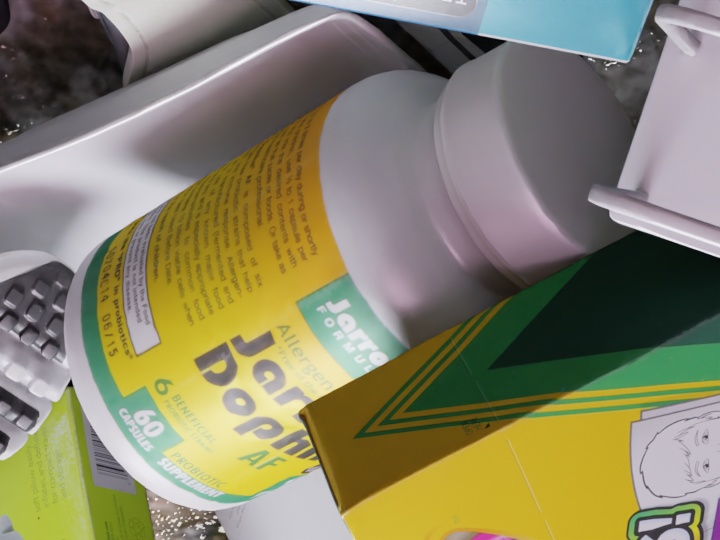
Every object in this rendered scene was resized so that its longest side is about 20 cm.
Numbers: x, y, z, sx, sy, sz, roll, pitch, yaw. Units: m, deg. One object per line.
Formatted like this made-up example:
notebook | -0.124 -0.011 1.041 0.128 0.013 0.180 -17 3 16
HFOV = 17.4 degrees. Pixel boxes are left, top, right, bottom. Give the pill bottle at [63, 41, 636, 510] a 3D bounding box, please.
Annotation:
pill bottle | 0.000 0.000 0.813 0.199 0.113 0.113 -28 128 35

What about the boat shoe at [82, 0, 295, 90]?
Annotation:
boat shoe | -0.067 -0.108 0.837 0.072 0.062 0.200 -20 153 8

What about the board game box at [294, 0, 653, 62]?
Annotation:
board game box | 0.009 -0.154 0.685 0.150 0.201 0.047 10 135 -6

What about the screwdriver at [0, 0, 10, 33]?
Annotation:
screwdriver | -0.162 -0.157 0.815 0.029 0.028 0.201 -29 137 -8

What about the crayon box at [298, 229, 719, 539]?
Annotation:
crayon box | 0.095 0.088 0.771 0.172 0.058 0.201 -28 128 -2

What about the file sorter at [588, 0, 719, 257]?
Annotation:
file sorter | 0.155 -0.088 0.612 0.138 0.124 0.201 19 94 12

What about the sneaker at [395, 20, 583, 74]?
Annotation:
sneaker | 0.018 -0.134 0.796 0.079 0.079 0.199 -28 139 35

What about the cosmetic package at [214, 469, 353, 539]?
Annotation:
cosmetic package | 0.016 0.103 0.914 0.081 0.200 0.113 2 125 -29

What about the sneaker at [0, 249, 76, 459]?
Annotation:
sneaker | -0.186 0.057 0.908 0.200 0.081 0.075 -41 118 11

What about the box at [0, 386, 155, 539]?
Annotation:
box | -0.176 0.148 1.062 0.199 0.123 0.048 -30 150 30

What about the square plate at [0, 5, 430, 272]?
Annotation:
square plate | -0.043 -0.035 0.894 0.199 0.029 0.198 -22 154 23
